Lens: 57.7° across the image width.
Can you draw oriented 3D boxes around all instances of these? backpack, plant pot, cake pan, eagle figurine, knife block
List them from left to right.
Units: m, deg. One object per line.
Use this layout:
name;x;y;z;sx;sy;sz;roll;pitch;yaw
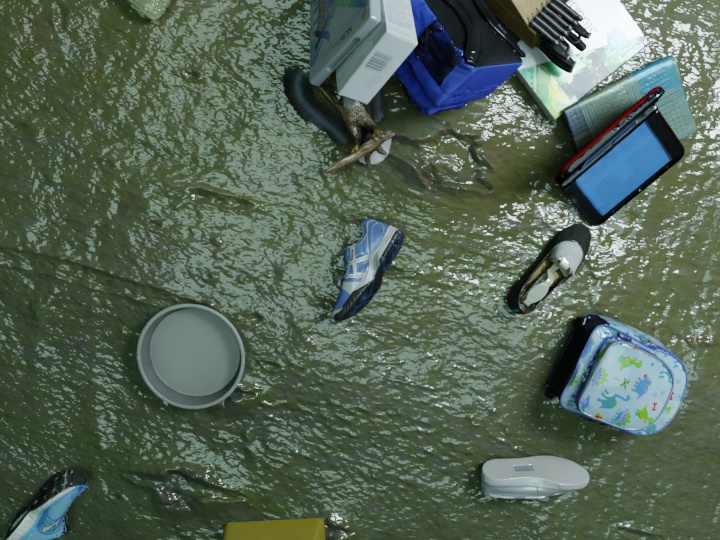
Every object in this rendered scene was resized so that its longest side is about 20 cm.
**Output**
cake pan;-0.311;0.156;1.212;0.200;0.037;0.201;0;100;1
plant pot;-0.168;0.604;1.216;0.199;0.176;0.201;-3;99;2
eagle figurine;-0.021;-0.278;1.103;0.151;0.151;0.200;-13;64;-35
backpack;0.123;-0.363;1.040;0.168;0.162;0.200;-37;79;42
knife block;0.282;-0.411;1.067;0.064;0.200;0.176;-44;126;6
backpack;0.462;0.194;1.147;0.200;0.147;0.183;21;102;-5

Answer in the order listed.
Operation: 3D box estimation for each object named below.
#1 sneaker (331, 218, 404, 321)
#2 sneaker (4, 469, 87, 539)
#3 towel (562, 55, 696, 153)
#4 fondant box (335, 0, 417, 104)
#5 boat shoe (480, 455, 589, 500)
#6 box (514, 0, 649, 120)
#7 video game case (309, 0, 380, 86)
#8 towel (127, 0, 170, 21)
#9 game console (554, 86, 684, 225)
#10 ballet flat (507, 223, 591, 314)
sneaker;0.000;0.000;1.170;0.077;0.076;0.200;34;99;18
sneaker;-0.592;0.467;1.267;0.200;0.078;0.090;-44;115;11
towel;0.459;-0.257;1.118;0.200;0.022;0.147;-26;111;6
fondant box;0.014;-0.382;1.005;0.058;0.144;0.201;11;59;-29
boat shoe;0.325;0.400;1.228;0.199;0.072;0.069;-3;121;-5
box;0.362;-0.374;1.106;0.200;0.036;0.144;-39;97;9
video game case;-0.029;-0.416;1.008;0.022;0.182;0.201;11;67;-31
towel;-0.374;-0.537;1.095;0.148;0.036;0.200;-44;95;7
game console;0.437;-0.179;1.078;0.200;0.172;0.119;-42;82;12
ballet flat;0.343;0.004;1.155;0.068;0.068;0.200;38;98;-5
